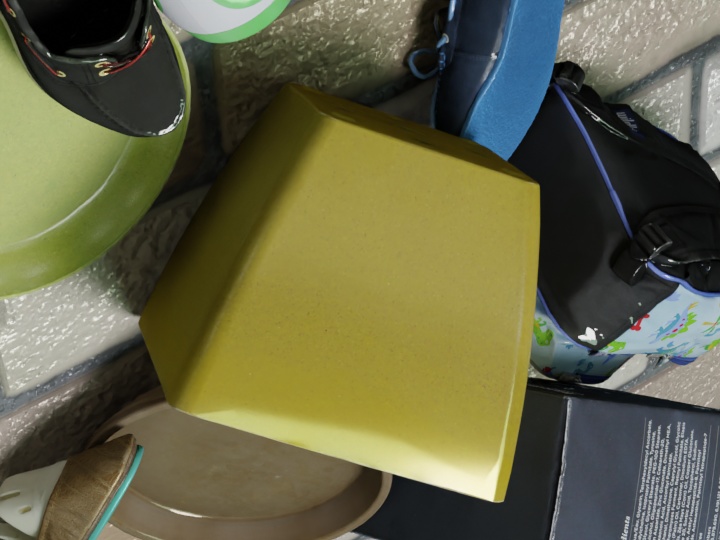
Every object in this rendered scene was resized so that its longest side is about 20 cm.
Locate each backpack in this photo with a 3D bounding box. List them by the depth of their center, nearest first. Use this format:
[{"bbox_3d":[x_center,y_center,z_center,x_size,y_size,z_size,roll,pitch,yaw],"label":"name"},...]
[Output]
[{"bbox_3d":[0.168,-0.018,1.503,0.147,0.183,0.200,-40,150,27],"label":"backpack"}]

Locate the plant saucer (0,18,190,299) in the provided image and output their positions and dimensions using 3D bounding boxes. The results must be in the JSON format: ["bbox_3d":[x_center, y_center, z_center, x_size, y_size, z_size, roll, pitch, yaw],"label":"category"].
[{"bbox_3d":[-0.186,-0.074,1.247,0.200,0.031,0.200,-23,135,-25],"label":"plant saucer"}]

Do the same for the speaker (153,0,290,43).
[{"bbox_3d":[-0.105,-0.203,1.165,0.088,0.088,0.200,-43,141,-4],"label":"speaker"}]

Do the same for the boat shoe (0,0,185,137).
[{"bbox_3d":[-0.141,-0.126,1.172,0.074,0.063,0.201,-43,142,-8],"label":"boat shoe"}]

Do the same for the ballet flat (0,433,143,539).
[{"bbox_3d":[-0.200,0.169,1.415,0.068,0.072,0.200,-69,-175,-53],"label":"ballet flat"}]

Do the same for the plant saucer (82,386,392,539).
[{"bbox_3d":[-0.079,0.123,1.446,0.200,0.030,0.200,-1,144,-1],"label":"plant saucer"}]

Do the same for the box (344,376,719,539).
[{"bbox_3d":[0.130,0.135,1.492,0.196,0.200,0.124,7,90,-39],"label":"box"}]

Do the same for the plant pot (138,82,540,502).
[{"bbox_3d":[0.000,0.000,1.320,0.200,0.200,0.177,17,100,-14],"label":"plant pot"}]

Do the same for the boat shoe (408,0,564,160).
[{"bbox_3d":[0.081,-0.148,1.398,0.084,0.069,0.200,-14,132,-46],"label":"boat shoe"}]
